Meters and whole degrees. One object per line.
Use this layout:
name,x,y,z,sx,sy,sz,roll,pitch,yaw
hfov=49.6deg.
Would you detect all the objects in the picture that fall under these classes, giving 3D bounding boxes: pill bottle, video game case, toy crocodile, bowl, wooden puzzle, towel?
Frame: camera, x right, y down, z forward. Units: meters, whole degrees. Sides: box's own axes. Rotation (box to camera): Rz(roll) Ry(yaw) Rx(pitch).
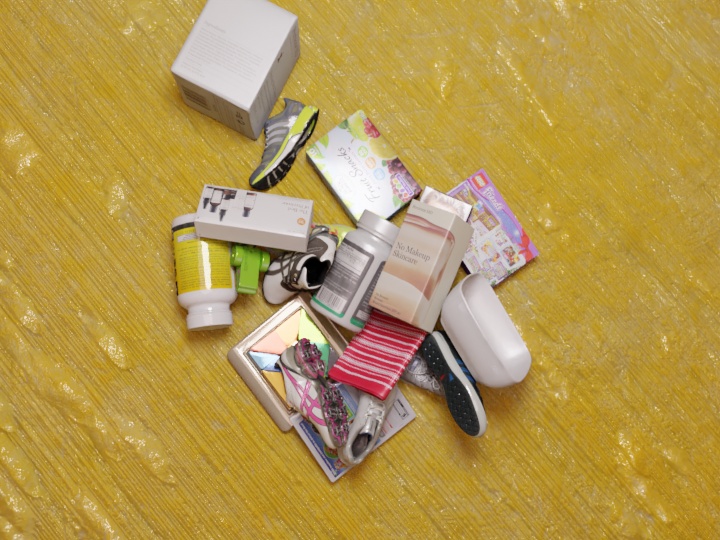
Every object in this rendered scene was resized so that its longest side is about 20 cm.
pill bottle,-0.284,0.004,1.426,0.110,0.113,0.205,-6,81,-5
video game case,-0.013,0.270,1.437,0.198,0.018,0.145,-36,95,-10
toy crocodile,-0.207,-0.054,1.426,0.066,0.062,0.205,6,71,-27
bowl,0.216,0.113,1.385,0.074,0.200,0.202,-33,86,21
wooden puzzle,-0.122,0.166,1.451,0.199,0.037,0.186,-39,86,-8
pill bottle,0.000,0.000,1.417,0.112,0.113,0.203,29,91,1
towel,0.041,0.132,1.412,0.143,0.023,0.202,16,63,41

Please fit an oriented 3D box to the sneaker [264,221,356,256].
sneaker,-0.087,-0.056,1.460,0.195,0.090,0.080,0,80,-5

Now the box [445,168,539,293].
box,0.235,-0.075,1.508,0.135,0.039,0.202,-32,84,-6

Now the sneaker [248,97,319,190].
sneaker,-0.160,-0.244,1.501,0.080,0.074,0.202,30,75,11

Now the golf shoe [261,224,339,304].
golf shoe,-0.115,0.008,1.407,0.077,0.096,0.200,27,124,-26

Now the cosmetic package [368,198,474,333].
cosmetic package,0.107,-0.008,1.366,0.102,0.087,0.204,20,86,35

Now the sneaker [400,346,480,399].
sneaker,0.139,0.189,1.441,0.197,0.082,0.076,24,81,0

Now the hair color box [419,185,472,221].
hair color box,0.129,-0.045,1.460,0.098,0.060,0.204,23,93,9

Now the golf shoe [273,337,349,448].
golf shoe,-0.086,0.228,1.389,0.091,0.072,0.203,-34,71,25

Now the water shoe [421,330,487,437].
water shoe,0.183,0.191,1.369,0.078,0.072,0.203,-10,64,-37

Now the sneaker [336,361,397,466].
sneaker,0.022,0.258,1.392,0.073,0.087,0.204,21,83,-8

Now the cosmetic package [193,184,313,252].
cosmetic package,-0.184,-0.092,1.362,0.195,0.051,0.084,8,59,1

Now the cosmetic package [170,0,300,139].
cosmetic package,-0.228,-0.392,1.462,0.164,0.167,0.203,26,81,2

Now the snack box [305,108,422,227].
snack box,0.005,-0.187,1.504,0.141,0.053,0.201,-37,85,-7
